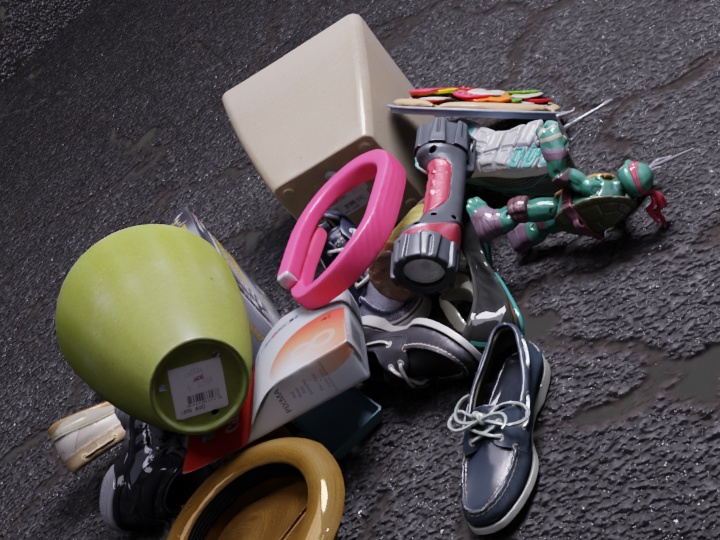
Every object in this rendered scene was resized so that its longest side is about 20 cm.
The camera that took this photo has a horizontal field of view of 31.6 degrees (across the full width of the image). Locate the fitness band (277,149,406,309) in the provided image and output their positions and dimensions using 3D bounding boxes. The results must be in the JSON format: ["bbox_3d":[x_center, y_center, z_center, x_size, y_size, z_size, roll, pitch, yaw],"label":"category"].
[{"bbox_3d":[-0.018,-0.046,1.289,0.144,0.037,0.200,-36,25,33],"label":"fitness band"}]

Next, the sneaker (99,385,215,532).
[{"bbox_3d":[-0.201,0.178,1.331,0.114,0.075,0.201,-1,73,36],"label":"sneaker"}]

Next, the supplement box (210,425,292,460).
[{"bbox_3d":[-0.106,0.170,1.276,0.067,0.069,0.200,-40,26,-7],"label":"supplement box"}]

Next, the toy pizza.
[{"bbox_3d":[0.129,-0.189,1.426,0.200,0.032,0.200,2,8,0],"label":"toy pizza"}]

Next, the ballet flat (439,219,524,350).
[{"bbox_3d":[0.107,0.010,1.247,0.068,0.068,0.200,-10,31,-1],"label":"ballet flat"}]

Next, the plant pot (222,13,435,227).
[{"bbox_3d":[-0.023,-0.140,1.512,0.199,0.200,0.177,-29,43,16],"label":"plant pot"}]

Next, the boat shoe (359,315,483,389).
[{"bbox_3d":[0.042,0.085,1.222,0.060,0.074,0.200,-50,28,-20],"label":"boat shoe"}]

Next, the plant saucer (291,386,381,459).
[{"bbox_3d":[-0.044,0.135,1.305,0.070,0.019,0.200,-43,30,-9],"label":"plant saucer"}]

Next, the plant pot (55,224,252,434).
[{"bbox_3d":[-0.175,0.072,1.197,0.187,0.187,0.200,-42,28,-6],"label":"plant pot"}]

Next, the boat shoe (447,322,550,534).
[{"bbox_3d":[0.118,0.129,1.083,0.075,0.062,0.200,-12,39,36],"label":"boat shoe"}]

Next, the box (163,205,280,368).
[{"bbox_3d":[-0.149,0.023,1.418,0.048,0.158,0.200,-40,23,1],"label":"box"}]

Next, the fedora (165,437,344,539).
[{"bbox_3d":[-0.083,0.245,1.116,0.200,0.082,0.201,-24,42,23],"label":"fedora"}]

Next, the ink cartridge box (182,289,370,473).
[{"bbox_3d":[-0.090,0.099,1.224,0.200,0.050,0.162,-27,18,6],"label":"ink cartridge box"}]

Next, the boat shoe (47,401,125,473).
[{"bbox_3d":[-0.245,0.169,1.429,0.200,0.069,0.074,-21,-5,-10],"label":"boat shoe"}]

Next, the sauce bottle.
[{"bbox_3d":[0.074,-0.041,1.340,0.066,0.066,0.200,-15,22,36],"label":"sauce bottle"}]

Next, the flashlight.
[{"bbox_3d":[0.070,-0.068,1.251,0.068,0.068,0.200,-14,45,24],"label":"flashlight"}]

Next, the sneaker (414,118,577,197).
[{"bbox_3d":[0.146,-0.107,1.354,0.200,0.091,0.078,10,63,43],"label":"sneaker"}]

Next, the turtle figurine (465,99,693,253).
[{"bbox_3d":[0.209,-0.078,1.211,0.200,0.150,0.101,-25,48,33],"label":"turtle figurine"}]

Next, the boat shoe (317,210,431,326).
[{"bbox_3d":[0.000,0.000,1.367,0.075,0.093,0.200,-43,29,-7],"label":"boat shoe"}]
